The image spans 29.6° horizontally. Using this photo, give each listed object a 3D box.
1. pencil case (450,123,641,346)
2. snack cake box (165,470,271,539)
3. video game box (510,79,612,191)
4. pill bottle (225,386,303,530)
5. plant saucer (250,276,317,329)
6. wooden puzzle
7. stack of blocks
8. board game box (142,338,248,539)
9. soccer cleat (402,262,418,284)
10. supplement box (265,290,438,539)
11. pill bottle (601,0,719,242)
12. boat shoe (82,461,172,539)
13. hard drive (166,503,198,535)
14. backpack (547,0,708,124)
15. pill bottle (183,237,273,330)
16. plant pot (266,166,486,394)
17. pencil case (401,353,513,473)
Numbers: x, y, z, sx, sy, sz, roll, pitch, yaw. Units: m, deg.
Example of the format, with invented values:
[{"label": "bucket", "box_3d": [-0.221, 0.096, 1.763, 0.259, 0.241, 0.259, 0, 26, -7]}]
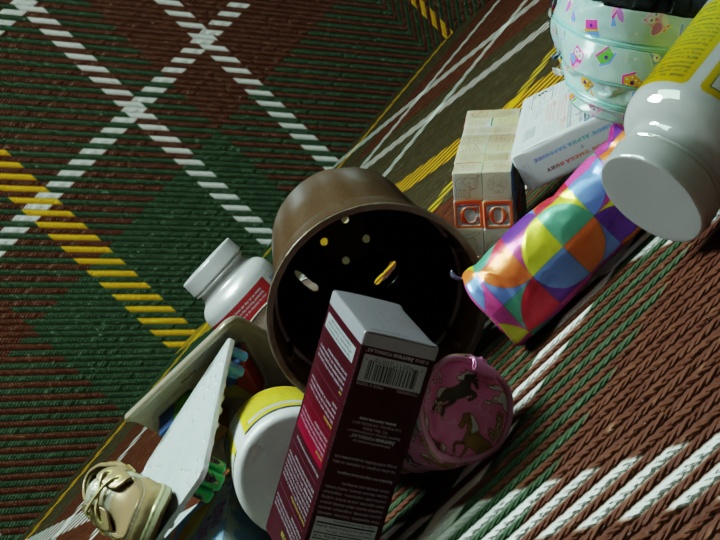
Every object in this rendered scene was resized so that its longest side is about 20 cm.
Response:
[{"label": "pencil case", "box_3d": [0.170, -0.029, 1.125, 0.200, 0.088, 0.088, -43, 9, 12]}, {"label": "snack cake box", "box_3d": [-0.135, 0.272, 1.274, 0.115, 0.067, 0.200, -48, 9, 7]}, {"label": "video game box", "box_3d": [0.244, -0.164, 1.348, 0.181, 0.047, 0.200, -27, 16, 20]}, {"label": "pill bottle", "box_3d": [-0.067, 0.169, 1.260, 0.114, 0.114, 0.200, -47, 9, -3]}, {"label": "plant saucer", "box_3d": [-0.063, 0.090, 1.618, 0.199, 0.032, 0.201, -21, 44, 21]}, {"label": "wooden puzzle", "box_3d": [-0.116, 0.148, 1.419, 0.185, 0.199, 0.047, -42, 37, 27]}, {"label": "stack of blocks", "box_3d": [0.133, -0.079, 1.385, 0.058, 0.116, 0.200, -2, 23, 10]}, {"label": "board game box", "box_3d": [-0.171, 0.194, 1.295, 0.200, 0.026, 0.201, -55, 17, 30]}, {"label": "soccer cleat", "box_3d": [0.071, 0.011, 1.443, 0.200, 0.070, 0.087, -36, 17, 54]}, {"label": "supplement box", "box_3d": [-0.010, 0.128, 1.010, 0.109, 0.060, 0.202, -131, 56, -69]}, {"label": "pill bottle", "box_3d": [0.263, -0.121, 0.987, 0.200, 0.112, 0.112, -49, 9, -20]}, {"label": "boat shoe", "box_3d": [-0.221, 0.215, 1.248, 0.075, 0.066, 0.200, -66, 14, -12]}, {"label": "hard drive", "box_3d": [-0.219, 0.325, 1.570, 0.200, 0.027, 0.132, -36, 13, 52]}, {"label": "backpack", "box_3d": [0.237, -0.194, 1.145, 0.200, 0.165, 0.128, -77, -12, -70]}, {"label": "pill bottle", "box_3d": [-0.126, 0.057, 1.743, 0.112, 0.200, 0.112, -45, 8, 8]}, {"label": "plant pot", "box_3d": [0.000, 0.000, 1.283, 0.200, 0.200, 0.198, -45, 22, 9]}, {"label": "pencil case", "box_3d": [0.048, 0.115, 1.073, 0.082, 0.087, 0.200, -12, -4, -21]}]
